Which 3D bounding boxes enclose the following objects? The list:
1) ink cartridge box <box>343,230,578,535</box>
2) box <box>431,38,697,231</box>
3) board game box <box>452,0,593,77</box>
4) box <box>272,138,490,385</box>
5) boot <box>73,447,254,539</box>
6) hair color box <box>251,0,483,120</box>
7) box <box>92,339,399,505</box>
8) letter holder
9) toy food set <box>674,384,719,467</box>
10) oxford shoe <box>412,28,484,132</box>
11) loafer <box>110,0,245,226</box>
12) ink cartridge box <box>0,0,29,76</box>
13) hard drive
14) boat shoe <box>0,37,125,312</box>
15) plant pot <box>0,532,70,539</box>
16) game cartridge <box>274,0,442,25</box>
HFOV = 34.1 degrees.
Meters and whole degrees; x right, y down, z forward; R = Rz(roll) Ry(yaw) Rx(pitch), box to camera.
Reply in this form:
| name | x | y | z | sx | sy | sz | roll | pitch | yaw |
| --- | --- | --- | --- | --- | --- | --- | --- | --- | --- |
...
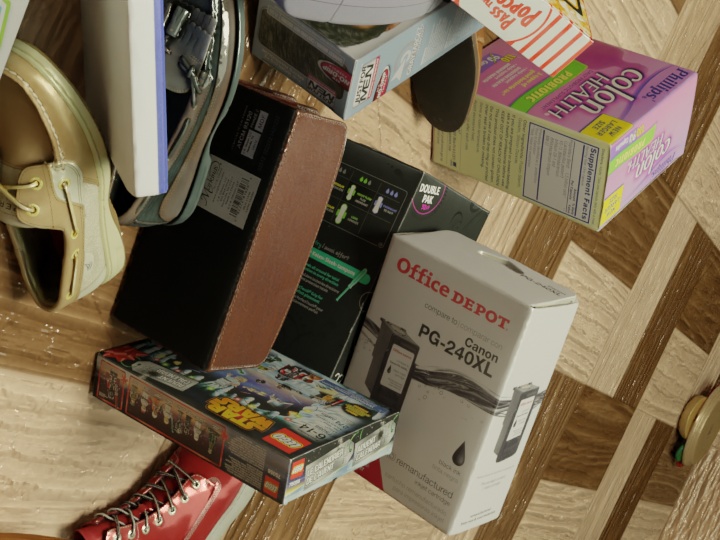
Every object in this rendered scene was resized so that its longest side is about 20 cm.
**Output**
| name | x | y | z | sx | sy | sz | roll | pitch | yaw |
| --- | --- | --- | --- | --- | --- | --- | --- | --- | --- |
| ink cartridge box | 0.070 | 0.084 | 0.950 | 0.083 | 0.145 | 0.202 | -4 | 116 | -52 |
| box | 0.201 | -0.152 | 1.170 | 0.176 | 0.199 | 0.097 | -36 | 141 | -38 |
| board game box | 0.102 | -0.262 | 0.904 | 0.151 | 0.201 | 0.046 | 31 | 129 | -28 |
| box | 0.000 | 0.000 | 1.043 | 0.148 | 0.124 | 0.202 | 22 | 93 | -60 |
| boot | -0.164 | 0.187 | 0.986 | 0.144 | 0.072 | 0.201 | 21 | 97 | -59 |
| hair color box | 0.018 | -0.208 | 0.930 | 0.200 | 0.099 | 0.061 | -39 | 157 | -36 |
| box | -0.089 | 0.102 | 0.905 | 0.136 | 0.199 | 0.040 | -15 | 122 | -53 |
| letter holder | -0.082 | -0.036 | 0.914 | 0.142 | 0.100 | 0.202 | 4 | 109 | -60 |
| toy food set | 0.734 | 0.335 | 2.535 | 0.199 | 0.048 | 0.200 | -33 | 138 | -43 |
| oxford shoe | 0.092 | -0.224 | 1.078 | 0.071 | 0.071 | 0.202 | -39 | 141 | -45 |
| loafer | -0.130 | -0.119 | 0.801 | 0.063 | 0.071 | 0.202 | -20 | 130 | -53 |
| ink cartridge box | -0.240 | -0.139 | 0.622 | 0.104 | 0.059 | 0.202 | 15 | 99 | -60 |
| hard drive | -0.143 | -0.164 | 0.693 | 0.025 | 0.132 | 0.202 | -10 | 125 | -21 |
| boat shoe | -0.200 | -0.051 | 0.739 | 0.066 | 0.073 | 0.201 | -49 | 147 | -33 |
| plant pot | -0.246 | 0.268 | 0.813 | 0.199 | 0.198 | 0.142 | 5 | 92 | -58 |
| game cartridge | -0.017 | -0.229 | 0.834 | 0.199 | 0.134 | 0.042 | -19 | 155 | -50 |
